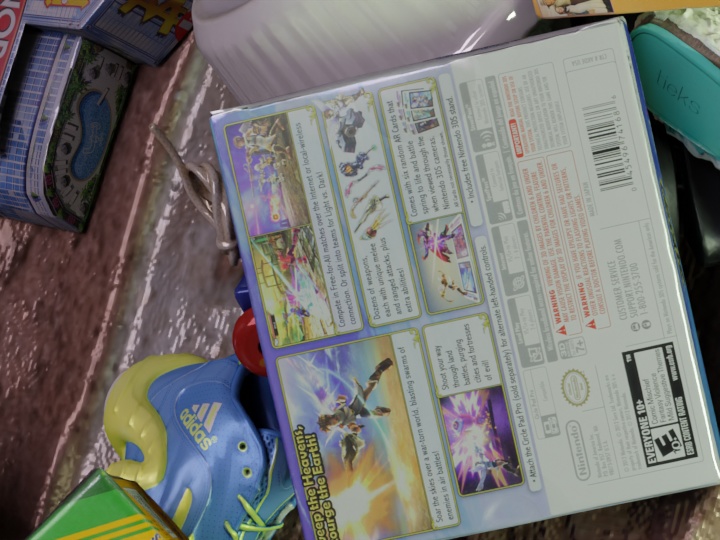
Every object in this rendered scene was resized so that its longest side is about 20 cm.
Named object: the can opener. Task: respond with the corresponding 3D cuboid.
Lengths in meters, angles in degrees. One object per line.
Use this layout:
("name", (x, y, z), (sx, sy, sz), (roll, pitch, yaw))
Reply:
("can opener", (0.121, -0.077, 1.303), (0.063, 0.078, 0.201), (107, 155, -52))

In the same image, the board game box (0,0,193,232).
("board game box", (-0.172, -0.129, 1.566), (0.199, 0.062, 0.201), (10, 80, 44))

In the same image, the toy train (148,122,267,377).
("toy train", (0.000, 0.000, 1.292), (0.115, 0.200, 0.085), (-24, 15, 20))

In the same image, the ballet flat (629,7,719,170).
("ballet flat", (0.191, -0.049, 1.210), (0.072, 0.072, 0.200), (-48, 60, 16))

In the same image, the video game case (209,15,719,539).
("video game case", (0.046, 0.010, 1.229), (0.181, 0.045, 0.201), (-12, 92, 9))

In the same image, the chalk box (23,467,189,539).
("chalk box", (-0.137, 0.202, 1.272), (0.200, 0.125, 0.124), (-45, 83, -3))

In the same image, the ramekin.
("ramekin", (0.008, -0.142, 1.333), (0.202, 0.094, 0.203), (-41, 21, 20))

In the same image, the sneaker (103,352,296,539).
("sneaker", (-0.075, 0.124, 1.371), (0.105, 0.076, 0.201), (-22, 59, 33))

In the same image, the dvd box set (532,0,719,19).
("dvd box set", (0.188, -0.153, 1.222), (0.199, 0.029, 0.146), (-1, 28, 40))
